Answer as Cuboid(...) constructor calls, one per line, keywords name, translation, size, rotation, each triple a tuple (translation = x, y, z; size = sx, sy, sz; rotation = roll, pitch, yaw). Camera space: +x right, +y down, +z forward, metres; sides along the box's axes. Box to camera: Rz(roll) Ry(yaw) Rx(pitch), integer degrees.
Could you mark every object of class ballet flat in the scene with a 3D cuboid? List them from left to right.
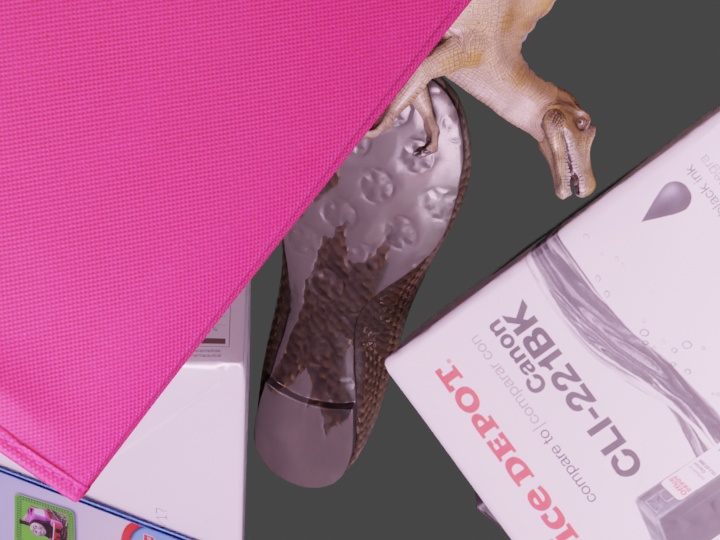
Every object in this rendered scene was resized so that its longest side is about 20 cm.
Cuboid(name="ballet flat", translation=(0.000, 0.000, 0.951), size=(0.067, 0.046, 0.200), rotation=(21, 125, 9))

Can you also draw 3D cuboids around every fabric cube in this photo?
Cuboid(name="fabric cube", translation=(-0.120, -0.087, 0.714), size=(0.196, 0.200, 0.199), rotation=(42, 84, -30))

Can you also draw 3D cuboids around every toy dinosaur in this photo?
Cuboid(name="toy dinosaur", translation=(0.025, -0.112, 0.850), size=(0.101, 0.058, 0.200), rotation=(-23, 116, -10))

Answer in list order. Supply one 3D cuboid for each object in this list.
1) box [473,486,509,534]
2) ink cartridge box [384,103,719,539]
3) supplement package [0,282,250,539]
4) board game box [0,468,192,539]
Cuboid(name="box", translation=(0.168, 0.100, 1.034), size=(0.158, 0.048, 0.200), rotation=(-34, 124, 23))
Cuboid(name="ink cartridge box", translation=(0.131, 0.029, 0.904), size=(0.200, 0.084, 0.144), rotation=(-38, 88, 25))
Cuboid(name="supplement package", translation=(-0.123, 0.071, 0.958), size=(0.155, 0.111, 0.200), rotation=(1, 131, -2))
Cuboid(name="board game box", translation=(-0.143, 0.130, 0.836), size=(0.200, 0.151, 0.037), rotation=(24, 128, -21))
